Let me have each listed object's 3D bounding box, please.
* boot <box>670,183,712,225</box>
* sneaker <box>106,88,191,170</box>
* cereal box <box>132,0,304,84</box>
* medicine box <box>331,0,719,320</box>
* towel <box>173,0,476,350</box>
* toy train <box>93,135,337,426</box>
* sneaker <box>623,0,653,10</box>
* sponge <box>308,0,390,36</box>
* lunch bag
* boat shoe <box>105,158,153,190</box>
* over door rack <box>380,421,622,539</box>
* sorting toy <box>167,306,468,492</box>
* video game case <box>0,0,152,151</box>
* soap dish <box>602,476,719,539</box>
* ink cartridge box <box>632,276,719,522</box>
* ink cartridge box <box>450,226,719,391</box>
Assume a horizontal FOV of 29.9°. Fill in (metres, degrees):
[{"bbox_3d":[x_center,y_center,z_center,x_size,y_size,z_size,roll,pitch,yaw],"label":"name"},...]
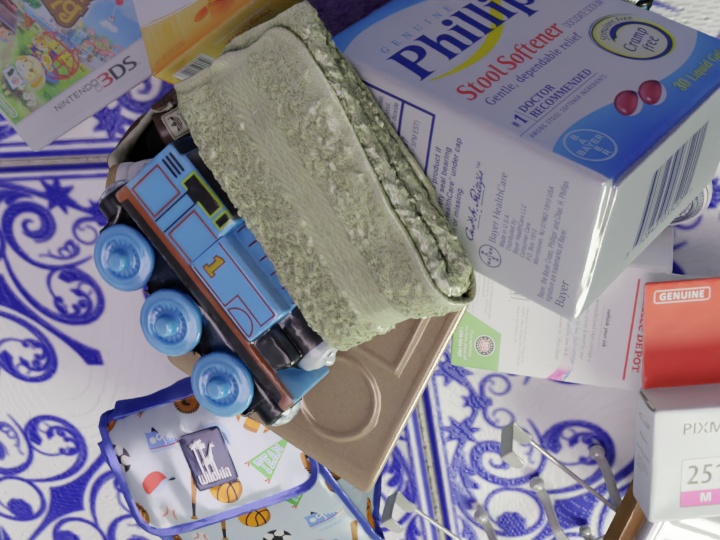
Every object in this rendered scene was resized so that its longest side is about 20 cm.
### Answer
[{"bbox_3d":[0.154,-0.055,0.978,0.199,0.090,0.073,11,125,7],"label":"boot"},{"bbox_3d":[-0.105,-0.110,0.972,0.200,0.075,0.071,-30,92,41],"label":"sneaker"},{"bbox_3d":[-0.097,-0.238,0.871,0.144,0.201,0.039,-32,154,29],"label":"cereal box"},{"bbox_3d":[0.100,-0.093,0.821,0.200,0.182,0.103,29,135,24],"label":"medicine box"},{"bbox_3d":[-0.026,-0.048,0.801,0.148,0.036,0.200,-24,101,51],"label":"towel"},{"bbox_3d":[-0.091,0.007,0.900,0.114,0.087,0.200,-39,88,26],"label":"toy train"},{"bbox_3d":[0.170,-0.167,0.910,0.082,0.073,0.200,-21,116,26],"label":"sneaker"},{"bbox_3d":[0.007,-0.144,0.921,0.111,0.030,0.201,-9,128,-23],"label":"sponge"},{"bbox_3d":[-0.093,0.155,1.086,0.169,0.124,0.200,-19,132,14],"label":"lunch bag"},{"bbox_3d":[-0.120,-0.001,1.010,0.069,0.071,0.200,-14,132,12],"label":"boat shoe"},{"bbox_3d":[0.138,0.197,1.156,0.200,0.067,0.148,31,128,-33],"label":"over door rack"},{"bbox_3d":[-0.031,0.035,0.949,0.185,0.036,0.201,32,119,13],"label":"sorting toy"},{"bbox_3d":[-0.249,-0.208,1.019,0.182,0.022,0.200,-27,113,28],"label":"video game case"},{"bbox_3d":[0.283,0.205,1.086,0.157,0.081,0.201,19,106,-13],"label":"soap dish"},{"bbox_3d":[0.303,0.090,0.982,0.199,0.044,0.174,-4,111,-5],"label":"ink cartridge box"},{"bbox_3d":[0.175,0.023,1.040,0.199,0.067,0.118,8,124,9],"label":"ink cartridge box"}]
